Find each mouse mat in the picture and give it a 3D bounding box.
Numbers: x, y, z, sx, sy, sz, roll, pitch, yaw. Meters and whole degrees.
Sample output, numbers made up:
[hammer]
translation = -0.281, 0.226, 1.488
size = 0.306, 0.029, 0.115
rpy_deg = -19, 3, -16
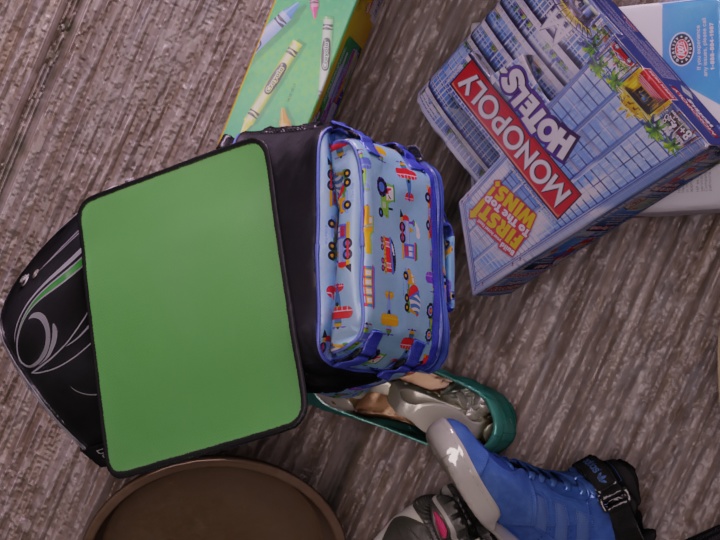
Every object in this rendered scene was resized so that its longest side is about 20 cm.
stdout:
[mouse mat]
translation = -0.115, 0.025, 1.420
size = 0.160, 0.008, 0.202
rpy_deg = -17, 70, 26

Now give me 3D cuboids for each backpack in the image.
[backpack]
translation = 0.000, 0.000, 1.481
size = 0.134, 0.200, 0.184
rpy_deg = -6, 75, 33

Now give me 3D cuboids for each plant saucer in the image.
[plant saucer]
translation = -0.109, 0.211, 1.581
size = 0.198, 0.030, 0.201
rpy_deg = -4, 124, -5

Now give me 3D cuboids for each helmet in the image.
[helmet]
translation = -0.143, 0.031, 1.549
size = 0.190, 0.200, 0.200
rpy_deg = -41, 86, 6

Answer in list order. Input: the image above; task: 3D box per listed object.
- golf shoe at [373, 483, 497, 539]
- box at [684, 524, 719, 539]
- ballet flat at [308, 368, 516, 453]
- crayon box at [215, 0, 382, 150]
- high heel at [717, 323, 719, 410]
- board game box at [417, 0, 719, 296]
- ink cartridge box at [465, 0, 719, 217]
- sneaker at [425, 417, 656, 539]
[golf shoe]
translation = 0.086, 0.260, 1.592
size = 0.088, 0.077, 0.201
rpy_deg = -31, 80, 20
[box]
translation = 0.319, 0.269, 1.493
size = 0.123, 0.198, 0.201
rpy_deg = -25, 87, 6
[ballet flat]
translation = 0.022, 0.087, 1.592
size = 0.199, 0.070, 0.068
rpy_deg = 19, 92, 7
[crayon box]
translation = -0.043, -0.145, 1.577
size = 0.058, 0.119, 0.201
rpy_deg = 22, 92, 6
[high heel]
translation = 0.332, 0.044, 1.555
size = 0.141, 0.071, 0.202
rpy_deg = 4, 81, 13
[board game box]
translation = 0.124, -0.088, 1.486
size = 0.200, 0.062, 0.200
rpy_deg = -47, 68, 23
[ink cartridge box]
translation = 0.181, -0.110, 1.535
size = 0.199, 0.084, 0.146
rpy_deg = -2, 89, 30
[sneaker]
translation = 0.137, 0.155, 1.550
size = 0.111, 0.077, 0.200
rpy_deg = -38, 114, 1
